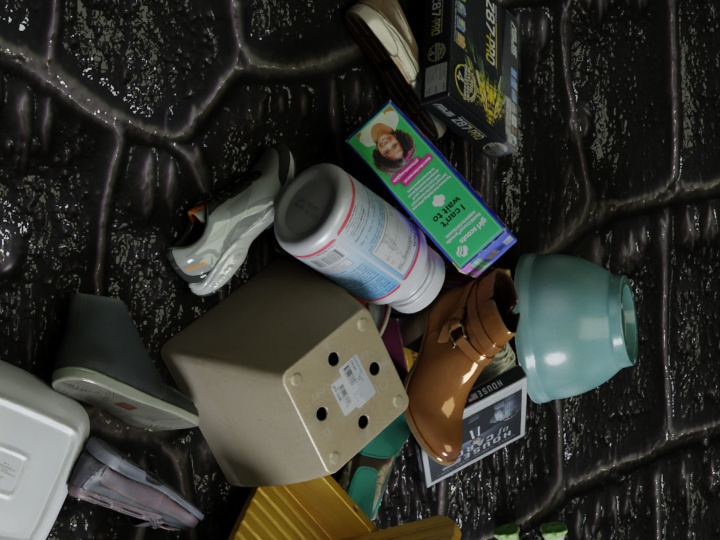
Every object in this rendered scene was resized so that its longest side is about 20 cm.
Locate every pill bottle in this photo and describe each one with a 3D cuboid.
[{"bbox_3d":[0.004,-0.029,1.489,0.200,0.108,0.109,34,72,-40],"label":"pill bottle"}]

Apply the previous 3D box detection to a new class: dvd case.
[{"bbox_3d":[0.137,0.197,1.648,0.150,0.025,0.200,-27,152,-8],"label":"dvd case"}]

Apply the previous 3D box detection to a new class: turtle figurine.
[{"bbox_3d":[0.232,0.448,1.778,0.199,0.144,0.195,-13,98,-41],"label":"turtle figurine"}]

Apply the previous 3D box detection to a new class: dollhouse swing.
[{"bbox_3d":[-0.016,0.300,1.469,0.182,0.176,0.200,50,26,-13],"label":"dollhouse swing"}]

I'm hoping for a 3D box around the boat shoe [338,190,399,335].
[{"bbox_3d":[0.000,0.000,1.597,0.062,0.071,0.201,19,77,-49],"label":"boat shoe"}]

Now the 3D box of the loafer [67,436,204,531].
[{"bbox_3d":[-0.242,0.241,1.414,0.063,0.072,0.200,-53,142,-10],"label":"loafer"}]

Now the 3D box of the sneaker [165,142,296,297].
[{"bbox_3d":[-0.142,-0.068,1.481,0.079,0.074,0.200,45,67,-27],"label":"sneaker"}]

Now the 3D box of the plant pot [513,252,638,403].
[{"bbox_3d":[0.291,0.070,1.746,0.200,0.134,0.201,-6,90,-70],"label":"plant pot"}]

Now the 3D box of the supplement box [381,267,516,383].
[{"bbox_3d":[0.102,0.076,1.678,0.199,0.085,0.111,-22,107,-35],"label":"supplement box"}]

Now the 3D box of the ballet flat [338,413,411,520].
[{"bbox_3d":[0.009,0.222,1.608,0.075,0.064,0.201,21,97,-23],"label":"ballet flat"}]

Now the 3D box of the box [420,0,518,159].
[{"bbox_3d":[0.138,-0.262,1.652,0.161,0.049,0.201,33,52,-47],"label":"box"}]

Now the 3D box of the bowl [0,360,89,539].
[{"bbox_3d":[-0.368,0.193,1.318,0.200,0.074,0.200,32,74,-37],"label":"bowl"}]

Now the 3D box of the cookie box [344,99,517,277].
[{"bbox_3d":[0.086,-0.090,1.545,0.075,0.171,0.200,-43,80,6],"label":"cookie box"}]

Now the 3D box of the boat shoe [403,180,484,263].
[{"bbox_3d":[0.077,-0.048,1.664,0.074,0.076,0.200,51,57,-22],"label":"boat shoe"}]

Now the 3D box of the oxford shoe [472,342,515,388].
[{"bbox_3d":[0.159,0.103,1.630,0.075,0.058,0.200,-48,133,-24],"label":"oxford shoe"}]

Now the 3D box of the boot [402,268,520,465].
[{"bbox_3d":[0.124,0.106,1.499,0.077,0.155,0.201,26,47,-34],"label":"boot"}]

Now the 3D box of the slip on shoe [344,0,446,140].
[{"bbox_3d":[0.057,-0.253,1.626,0.061,0.076,0.200,-44,111,-20],"label":"slip on shoe"}]

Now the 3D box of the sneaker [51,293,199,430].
[{"bbox_3d":[-0.238,0.100,1.416,0.200,0.075,0.107,36,50,-49],"label":"sneaker"}]

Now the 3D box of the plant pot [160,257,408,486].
[{"bbox_3d":[-0.067,0.124,1.488,0.200,0.177,0.200,-38,116,-30],"label":"plant pot"}]
